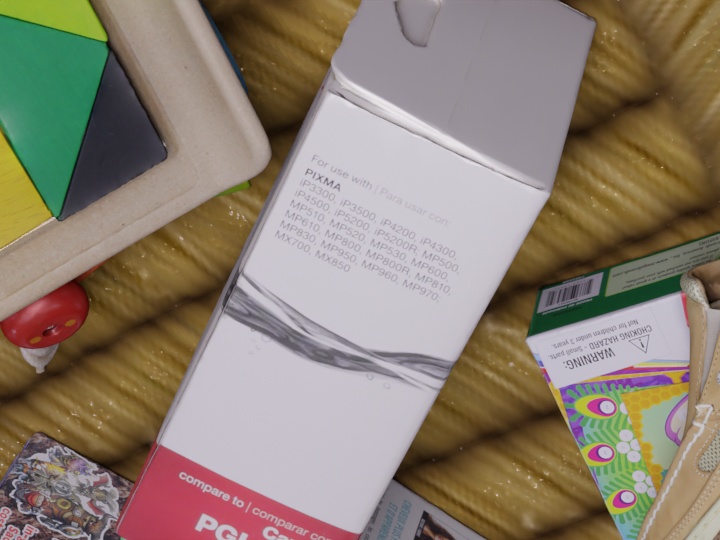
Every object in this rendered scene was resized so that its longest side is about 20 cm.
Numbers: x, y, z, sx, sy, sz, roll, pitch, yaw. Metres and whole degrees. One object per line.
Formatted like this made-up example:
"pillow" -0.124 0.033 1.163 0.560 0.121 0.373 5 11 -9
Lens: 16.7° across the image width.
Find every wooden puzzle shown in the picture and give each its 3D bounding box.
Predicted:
"wooden puzzle" -0.149 -0.058 0.777 0.200 0.037 0.185 -29 118 -2

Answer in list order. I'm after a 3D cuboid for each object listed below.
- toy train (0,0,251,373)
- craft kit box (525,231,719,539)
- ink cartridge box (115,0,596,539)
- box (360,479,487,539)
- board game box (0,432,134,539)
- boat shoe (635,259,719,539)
"toy train" -0.092 -0.027 0.924 0.115 0.085 0.200 -24 156 -5
"craft kit box" 0.191 0.069 0.924 0.199 0.049 0.198 -19 115 22
"ink cartridge box" 0.000 0.000 0.871 0.083 0.147 0.200 26 122 -2
"box" 0.021 0.139 0.979 0.200 0.082 0.049 34 122 -5
"board game box" -0.093 0.194 1.027 0.200 0.097 0.160 28 121 -2
"boat shoe" 0.143 0.025 0.857 0.076 0.072 0.200 37 116 13
